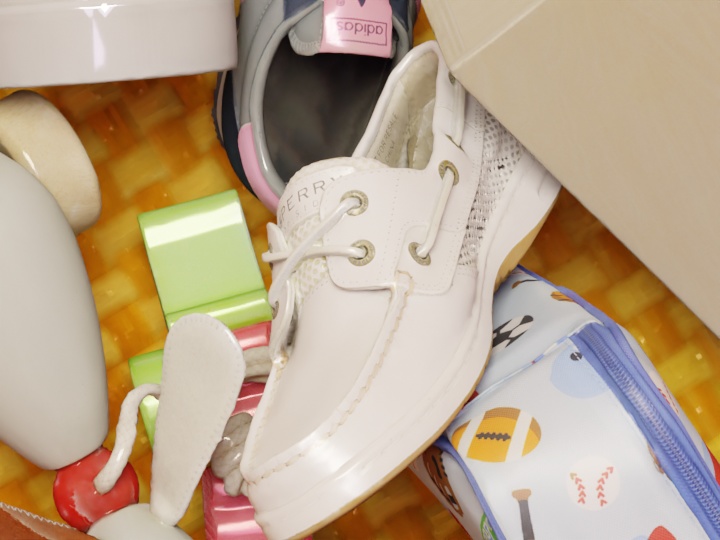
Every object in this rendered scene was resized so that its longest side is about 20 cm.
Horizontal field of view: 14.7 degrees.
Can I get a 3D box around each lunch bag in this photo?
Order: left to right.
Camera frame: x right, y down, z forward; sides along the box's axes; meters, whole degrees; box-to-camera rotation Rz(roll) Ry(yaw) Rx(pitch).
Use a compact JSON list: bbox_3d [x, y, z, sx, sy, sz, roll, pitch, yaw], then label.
[{"bbox_3d":[0.076,0.081,0.851,0.076,0.200,0.160,-36,102,0],"label":"lunch bag"}]

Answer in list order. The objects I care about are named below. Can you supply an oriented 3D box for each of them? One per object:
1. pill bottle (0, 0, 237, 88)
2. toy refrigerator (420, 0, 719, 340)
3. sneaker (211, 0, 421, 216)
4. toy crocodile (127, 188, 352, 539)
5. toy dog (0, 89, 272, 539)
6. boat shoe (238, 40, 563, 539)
[{"bbox_3d":[-0.085,-0.158,0.854,0.111,0.111,0.201,-4,95,-3],"label":"pill bottle"},{"bbox_3d":[0.107,-0.045,0.875,0.076,0.070,0.200,-38,127,16],"label":"toy refrigerator"},{"bbox_3d":[-0.001,-0.107,0.891,0.070,0.082,0.200,1,114,-14],"label":"sneaker"},{"bbox_3d":[-0.035,0.072,0.917,0.067,0.062,0.200,-10,83,-4],"label":"toy crocodile"},{"bbox_3d":[-0.090,0.027,0.836,0.200,0.096,0.132,39,71,-1],"label":"toy dog"},{"bbox_3d":[0.000,0.000,0.812,0.071,0.200,0.069,-28,110,31],"label":"boat shoe"}]
